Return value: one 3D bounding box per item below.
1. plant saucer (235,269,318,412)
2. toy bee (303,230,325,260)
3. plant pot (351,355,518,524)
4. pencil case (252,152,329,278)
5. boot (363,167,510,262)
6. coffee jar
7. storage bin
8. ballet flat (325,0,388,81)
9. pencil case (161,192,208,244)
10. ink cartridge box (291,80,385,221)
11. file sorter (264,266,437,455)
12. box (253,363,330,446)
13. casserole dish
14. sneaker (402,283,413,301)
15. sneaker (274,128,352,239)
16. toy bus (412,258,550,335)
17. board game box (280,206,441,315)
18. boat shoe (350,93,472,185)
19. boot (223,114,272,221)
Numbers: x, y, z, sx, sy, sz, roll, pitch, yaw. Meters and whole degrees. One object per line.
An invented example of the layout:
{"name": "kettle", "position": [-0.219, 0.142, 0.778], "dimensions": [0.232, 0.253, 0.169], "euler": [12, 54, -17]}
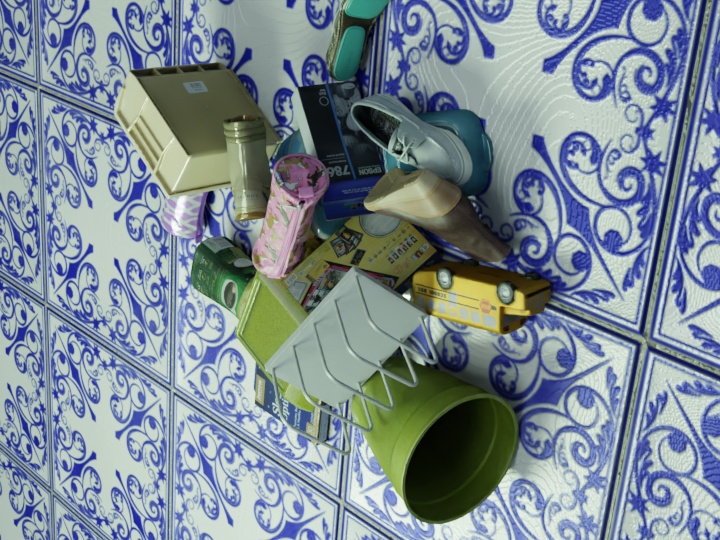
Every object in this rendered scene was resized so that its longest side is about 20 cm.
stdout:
{"name": "plant saucer", "position": [-0.121, 0.095, 1.662], "dimensions": [0.200, 0.048, 0.201], "euler": [48, 136, 25]}
{"name": "toy bee", "position": [-0.092, -0.038, 1.681], "dimensions": [0.199, 0.108, 0.132], "euler": [-38, 34, 25]}
{"name": "plant pot", "position": [0.088, 0.220, 1.543], "dimensions": [0.193, 0.199, 0.203], "euler": [36, 127, 48]}
{"name": "pencil case", "position": [-0.102, -0.074, 1.552], "dimensions": [0.083, 0.086, 0.201], "euler": [40, 142, 14]}
{"name": "boot", "position": [0.100, -0.065, 1.479], "dimensions": [0.166, 0.073, 0.200], "euler": [42, 164, -18]}
{"name": "coffee jar", "position": [-0.202, 0.028, 1.851], "dimensions": [0.199, 0.085, 0.105], "euler": [35, 122, 36]}
{"name": "storage bin", "position": [-0.265, -0.235, 1.752], "dimensions": [0.199, 0.199, 0.094], "euler": [54, 133, 20]}
{"name": "ballet flat", "position": [-0.009, -0.368, 1.547], "dimensions": [0.201, 0.067, 0.076], "euler": [-64, 37, 38]}
{"name": "pencil case", "position": [-0.293, -0.151, 1.902], "dimensions": [0.085, 0.084, 0.201], "euler": [28, 126, 11]}
{"name": "ink cartridge box", "position": [-0.027, -0.176, 1.567], "dimensions": [0.039, 0.098, 0.202], "euler": [-45, 59, 61]}
{"name": "file sorter", "position": [-0.009, 0.129, 1.468], "dimensions": [0.200, 0.138, 0.125], "euler": [-48, 32, 19]}
{"name": "box", "position": [-0.128, 0.203, 1.867], "dimensions": [0.199, 0.032, 0.123], "euler": [28, 121, 40]}
{"name": "casserole dish", "position": [0.097, -0.159, 1.512], "dimensions": [0.199, 0.039, 0.123], "euler": [2, 104, 46]}
{"name": "sneaker", "position": [0.011, 0.034, 1.630], "dimensions": [0.199, 0.080, 0.078], "euler": [-2, 99, 46]}
{"name": "sneaker", "position": [-0.077, -0.131, 1.659], "dimensions": [0.130, 0.079, 0.202], "euler": [-24, 61, 50]}
{"name": "toy bus", "position": [0.163, 0.034, 1.479], "dimensions": [0.199, 0.065, 0.079], "euler": [14, 112, 44]}
{"name": "board game box", "position": [0.000, 0.000, 1.570], "dimensions": [0.200, 0.035, 0.136], "euler": [-41, 64, -2]}
{"name": "boat shoe", "position": [0.062, -0.173, 1.462], "dimensions": [0.200, 0.071, 0.071], "euler": [40, 128, 31]}
{"name": "boot", "position": [-0.168, -0.162, 1.672], "dimensions": [0.072, 0.200, 0.157], "euler": [-7, 98, 4]}
